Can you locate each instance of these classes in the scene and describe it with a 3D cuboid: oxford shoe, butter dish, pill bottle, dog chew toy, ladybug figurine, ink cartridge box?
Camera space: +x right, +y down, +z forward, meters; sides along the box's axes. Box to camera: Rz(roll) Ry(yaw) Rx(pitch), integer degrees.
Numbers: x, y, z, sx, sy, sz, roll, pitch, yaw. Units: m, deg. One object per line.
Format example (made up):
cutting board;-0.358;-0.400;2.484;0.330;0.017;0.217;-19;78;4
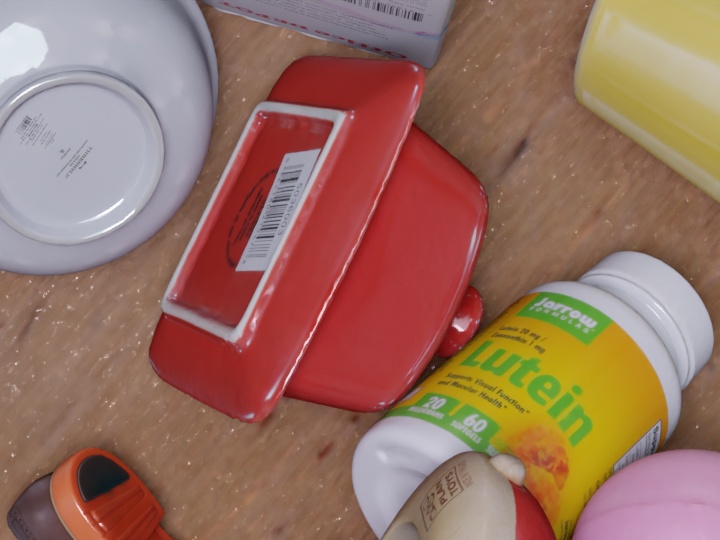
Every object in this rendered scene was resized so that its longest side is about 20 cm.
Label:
oxford shoe;-0.117;0.192;1.155;0.072;0.071;0.200;-31;95;31
butter dish;0.000;0.000;1.120;0.148;0.199;0.200;28;86;-23
pill bottle;0.098;0.075;1.103;0.111;0.111;0.200;50;55;2
dog chew toy;0.155;0.187;0.999;0.124;0.125;0.200;13;55;0
ladybug figurine;0.036;0.176;0.975;0.072;0.136;0.200;22;108;-14
ink cartridge box;-0.014;-0.180;1.104;0.145;0.200;0.088;16;83;1

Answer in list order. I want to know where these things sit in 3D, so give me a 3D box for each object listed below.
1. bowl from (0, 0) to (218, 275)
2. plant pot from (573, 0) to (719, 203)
bowl;-0.159;-0.075;1.100;0.201;0.090;0.201;-9;119;-17
plant pot;0.226;-0.112;1.118;0.189;0.201;0.201;27;86;16
